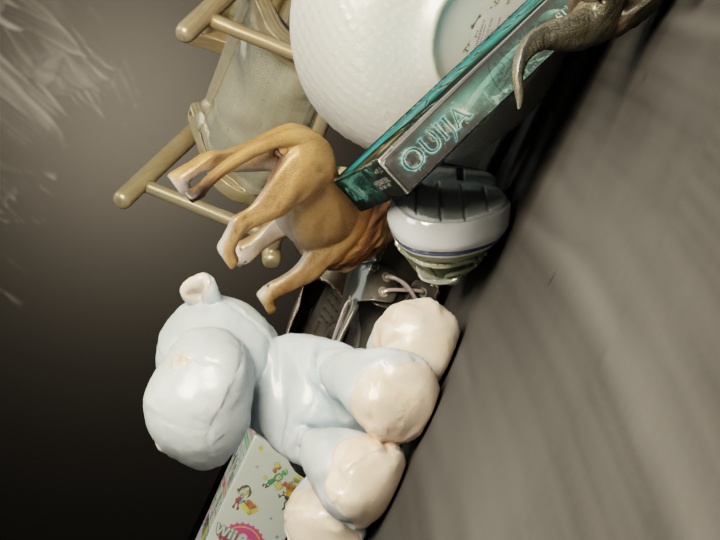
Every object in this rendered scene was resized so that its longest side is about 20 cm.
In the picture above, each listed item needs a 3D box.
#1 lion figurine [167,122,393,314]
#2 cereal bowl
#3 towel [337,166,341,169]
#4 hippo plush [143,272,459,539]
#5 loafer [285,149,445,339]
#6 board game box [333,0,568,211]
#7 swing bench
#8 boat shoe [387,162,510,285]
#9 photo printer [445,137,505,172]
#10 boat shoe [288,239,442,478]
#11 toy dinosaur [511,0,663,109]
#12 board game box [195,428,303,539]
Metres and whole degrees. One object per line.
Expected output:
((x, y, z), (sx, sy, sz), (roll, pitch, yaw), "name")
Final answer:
((-0.034, -0.045, 1.400), (0.122, 0.073, 0.200), (-34, -19, 1), "lion figurine")
((0.059, -0.159, 1.421), (0.083, 0.199, 0.201), (33, 99, 52), "cereal bowl")
((-0.012, 0.007, 1.695), (0.200, 0.030, 0.150), (-84, -19, -80), "towel")
((-0.041, 0.058, 1.358), (0.200, 0.160, 0.160), (-70, 6, -56), "hippo plush")
((0.000, 0.000, 1.543), (0.071, 0.073, 0.201), (-7, -60, -59), "loafer")
((0.075, -0.115, 1.316), (0.200, 0.028, 0.135), (-44, 5, -10), "board game box")
((-0.068, -0.151, 1.622), (0.199, 0.129, 0.201), (116, 175, -50), "swing bench")
((0.055, -0.022, 1.391), (0.200, 0.071, 0.063), (-52, -31, -78), "boat shoe")
((0.063, -0.096, 1.645), (0.166, 0.069, 0.201), (-84, 19, -79), "photo printer")
((0.011, 0.050, 1.500), (0.201, 0.067, 0.057), (-66, 20, 6), "boat shoe")
((0.137, -0.159, 1.136), (0.102, 0.076, 0.201), (73, -143, -78), "toy dinosaur")
((-0.104, 0.230, 1.897), (0.148, 0.064, 0.201), (-142, 76, -85), "board game box")
